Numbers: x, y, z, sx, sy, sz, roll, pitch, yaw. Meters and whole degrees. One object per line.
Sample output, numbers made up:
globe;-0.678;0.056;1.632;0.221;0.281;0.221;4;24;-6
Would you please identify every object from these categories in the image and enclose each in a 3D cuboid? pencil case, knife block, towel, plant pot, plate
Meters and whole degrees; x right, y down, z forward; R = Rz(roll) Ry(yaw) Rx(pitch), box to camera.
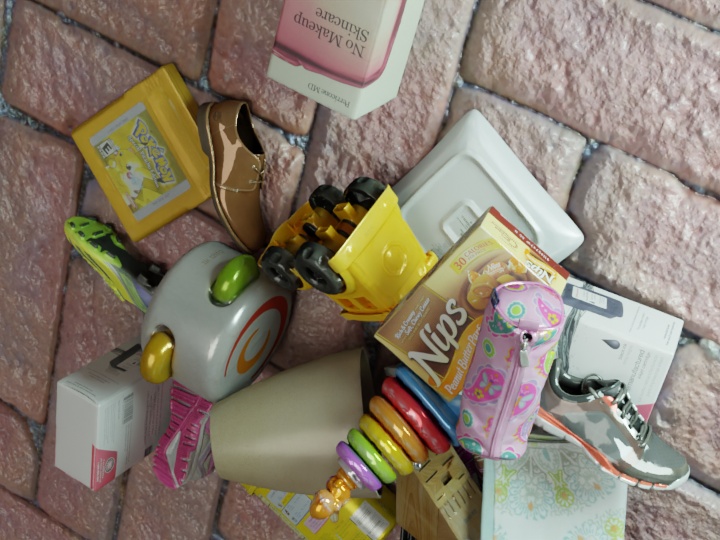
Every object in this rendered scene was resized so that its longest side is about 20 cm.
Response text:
pencil case;0.156;0.107;1.395;0.087;0.087;0.202;26;129;19
knife block;0.080;0.291;1.665;0.201;0.064;0.175;57;150;-11
towel;0.226;0.288;1.564;0.169;0.048;0.203;4;94;9
plant pot;-0.082;0.201;1.664;0.197;0.188;0.190;-8;109;4
plate;0.130;-0.052;1.566;0.200;0.032;0.200;49;127;3

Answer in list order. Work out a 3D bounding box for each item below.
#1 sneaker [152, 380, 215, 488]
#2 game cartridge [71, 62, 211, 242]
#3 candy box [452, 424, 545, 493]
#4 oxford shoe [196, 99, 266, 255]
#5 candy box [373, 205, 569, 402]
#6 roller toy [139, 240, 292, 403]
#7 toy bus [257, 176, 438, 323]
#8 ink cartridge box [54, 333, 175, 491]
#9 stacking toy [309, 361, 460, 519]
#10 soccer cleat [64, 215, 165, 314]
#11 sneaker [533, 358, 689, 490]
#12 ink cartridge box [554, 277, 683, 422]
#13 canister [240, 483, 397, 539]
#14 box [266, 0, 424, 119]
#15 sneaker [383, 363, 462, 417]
sneaker;-0.220;0.205;1.863;0.081;0.088;0.202;28;102;32
game cartridge;-0.276;-0.153;1.766;0.199;0.032;0.177;-27;96;37
candy box;0.190;0.259;1.648;0.200;0.061;0.136;49;126;3
oxford shoe;-0.148;-0.117;1.684;0.071;0.071;0.202;-6;106;27
candy box;0.119;0.039;1.453;0.115;0.055;0.200;41;125;-2
roller toy;-0.190;0.065;1.714;0.139;0.182;0.202;29;92;18
toy bus;0.000;0.000;1.610;0.192;0.136;0.199;47;155;-23
ink cartridge box;-0.324;0.187;1.839;0.084;0.199;0.147;24;121;26
stacking toy;0.016;0.210;1.522;0.200;0.116;0.110;-42;76;-5
soccer cleat;-0.341;0.001;1.852;0.199;0.065;0.084;36;127;12
sneaker;0.274;0.164;1.442;0.198;0.077;0.082;28;117;5
ink cartridge box;0.245;0.096;1.512;0.198;0.084;0.146;21;122;12
canister;-0.050;0.302;1.796;0.200;0.086;0.149;42;126;7
box;-0.009;-0.294;1.496;0.127;0.109;0.202;27;122;18
sneaker;0.103;0.162;1.619;0.199;0.076;0.082;9;101;58
